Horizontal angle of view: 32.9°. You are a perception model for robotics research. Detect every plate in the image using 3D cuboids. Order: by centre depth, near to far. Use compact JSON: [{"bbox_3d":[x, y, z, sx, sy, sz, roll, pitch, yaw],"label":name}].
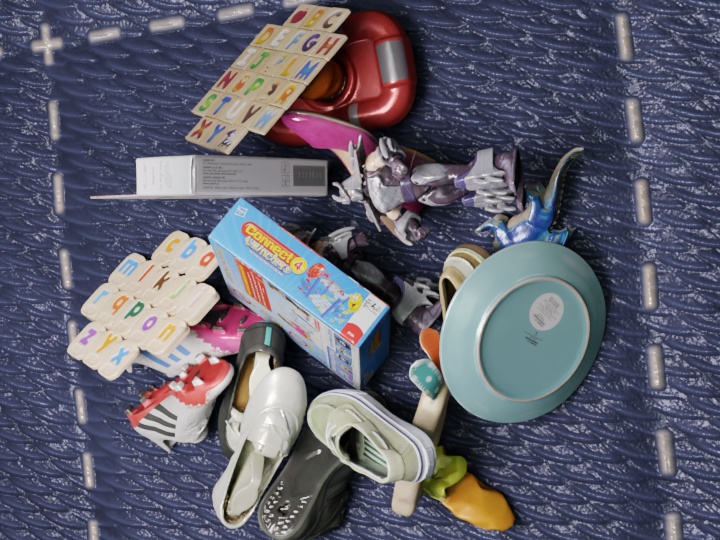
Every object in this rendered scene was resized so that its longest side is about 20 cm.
[{"bbox_3d":[0.175,0.069,1.262,0.199,0.026,0.202,-7,109,-21],"label":"plate"}]

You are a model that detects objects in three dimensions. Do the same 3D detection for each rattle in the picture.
[{"bbox_3d":[0.109,0.176,1.299,0.142,0.130,0.201,24,111,24],"label":"rattle"}]

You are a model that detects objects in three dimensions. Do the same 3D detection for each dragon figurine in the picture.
[{"bbox_3d":[0.192,-0.038,1.296,0.200,0.059,0.100,-45,82,21],"label":"dragon figurine"}]

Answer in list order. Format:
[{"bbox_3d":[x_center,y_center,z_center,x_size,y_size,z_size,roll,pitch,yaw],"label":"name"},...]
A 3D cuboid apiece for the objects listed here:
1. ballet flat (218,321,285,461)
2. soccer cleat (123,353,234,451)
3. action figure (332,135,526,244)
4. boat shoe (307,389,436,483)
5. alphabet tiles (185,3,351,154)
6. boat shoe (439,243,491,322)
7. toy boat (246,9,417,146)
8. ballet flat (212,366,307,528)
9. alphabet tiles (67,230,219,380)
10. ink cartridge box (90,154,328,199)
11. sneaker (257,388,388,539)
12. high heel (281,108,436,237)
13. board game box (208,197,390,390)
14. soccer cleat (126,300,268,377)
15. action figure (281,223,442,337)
[{"bbox_3d":[-0.126,0.154,1.387,0.067,0.069,0.201,5,116,-8],"label":"ballet flat"},{"bbox_3d":[-0.196,0.158,1.414,0.085,0.069,0.199,47,134,-15],"label":"soccer cleat"},{"bbox_3d":[0.065,-0.087,1.242,0.198,0.130,0.070,-4,56,16],"label":"action figure"},{"bbox_3d":[-0.003,0.171,1.272,0.199,0.062,0.073,14,103,52],"label":"boat shoe"},{"bbox_3d":[-0.099,-0.204,1.279,0.200,0.006,0.166,-51,34,-11],"label":"alphabet tiles"},{"bbox_3d":[0.116,0.074,1.289,0.071,0.076,0.201,2,121,37],"label":"boat shoe"},{"bbox_3d":[-0.044,-0.209,1.326,0.199,0.131,0.132,-11,90,19],"label":"toy boat"},{"bbox_3d":[-0.108,0.202,1.337,0.069,0.069,0.201,32,112,14],"label":"ballet flat"},{"bbox_3d":[-0.245,0.039,1.400,0.199,0.015,0.196,19,64,49],"label":"alphabet tiles"},{"bbox_3d":[-0.162,-0.099,1.316,0.173,0.199,0.044,3,94,41],"label":"ink cartridge box"},{"bbox_3d":[-0.037,0.228,1.396,0.076,0.114,0.200,29,75,19],"label":"sneaker"},{"bbox_3d":[-0.011,-0.105,1.309,0.067,0.199,0.097,26,96,52],"label":"high heel"},{"bbox_3d":[-0.061,0.031,1.313,0.195,0.200,0.056,36,76,11],"label":"board game box"},{"bbox_3d":[-0.197,0.086,1.444,0.198,0.070,0.087,1,121,14],"label":"soccer cleat"},{"bbox_3d":[0.000,0.000,1.334,0.199,0.130,0.070,29,86,3],"label":"action figure"}]
